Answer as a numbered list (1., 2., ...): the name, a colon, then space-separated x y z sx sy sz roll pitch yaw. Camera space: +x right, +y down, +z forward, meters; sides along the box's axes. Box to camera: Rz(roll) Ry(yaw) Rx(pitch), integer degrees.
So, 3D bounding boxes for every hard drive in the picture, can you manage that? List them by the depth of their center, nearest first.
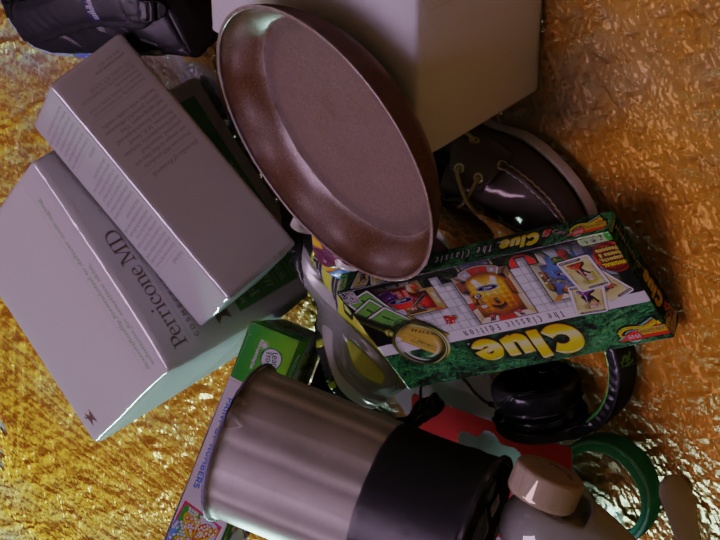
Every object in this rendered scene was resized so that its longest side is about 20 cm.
1. hard drive: 0.088 0.117 1.638 0.200 0.026 0.132 58 149 4

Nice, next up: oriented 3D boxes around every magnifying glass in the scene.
1. magnifying glass: 0.147 0.191 1.570 0.080 0.022 0.200 44 132 15

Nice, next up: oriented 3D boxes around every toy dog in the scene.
1. toy dog: 0.169 0.189 1.486 0.200 0.132 0.096 40 -165 -12

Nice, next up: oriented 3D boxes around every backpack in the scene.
1. backpack: -0.199 -0.234 1.658 0.199 0.154 0.164 -12 113 36

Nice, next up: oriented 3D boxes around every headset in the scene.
1. headset: 0.099 0.071 1.517 0.200 0.094 0.124 -28 92 48

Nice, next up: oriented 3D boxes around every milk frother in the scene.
1. milk frother: -0.020 0.198 1.500 0.187 0.200 0.181 20 139 17

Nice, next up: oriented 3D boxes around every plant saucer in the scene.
1. plant saucer: -0.015 -0.085 1.379 0.200 0.032 0.201 40 153 26

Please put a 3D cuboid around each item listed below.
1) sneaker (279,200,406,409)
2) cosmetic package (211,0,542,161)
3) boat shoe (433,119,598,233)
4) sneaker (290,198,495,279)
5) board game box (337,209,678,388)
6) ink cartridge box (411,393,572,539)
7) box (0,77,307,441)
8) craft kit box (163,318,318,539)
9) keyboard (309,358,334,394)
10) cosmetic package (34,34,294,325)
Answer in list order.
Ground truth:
1. sneaker: 0.000 0.000 1.617 0.076 0.075 0.201 -26 73 27
2. cosmetic package: 0.007 -0.211 1.381 0.199 0.123 0.201 35 144 34
3. boat shoe: 0.072 -0.070 1.466 0.200 0.059 0.072 40 145 29
4. sneaker: 0.020 -0.021 1.520 0.090 0.075 0.200 -60 35 10
5. board game box: 0.095 0.022 1.431 0.199 0.024 0.105 -14 134 29
6. ink cartridge box: 0.081 0.207 1.593 0.161 0.050 0.201 16 117 42
7. box: -0.174 -0.007 1.765 0.199 0.171 0.200 56 149 4
8. craft kit box: -0.089 0.135 1.681 0.048 0.198 0.200 19 -179 5
9. keyboard: -0.041 0.116 1.718 0.104 0.039 0.201 -108 31 -52
10. cosmetic package: -0.146 -0.065 1.619 0.200 0.071 0.101 51 160 0
